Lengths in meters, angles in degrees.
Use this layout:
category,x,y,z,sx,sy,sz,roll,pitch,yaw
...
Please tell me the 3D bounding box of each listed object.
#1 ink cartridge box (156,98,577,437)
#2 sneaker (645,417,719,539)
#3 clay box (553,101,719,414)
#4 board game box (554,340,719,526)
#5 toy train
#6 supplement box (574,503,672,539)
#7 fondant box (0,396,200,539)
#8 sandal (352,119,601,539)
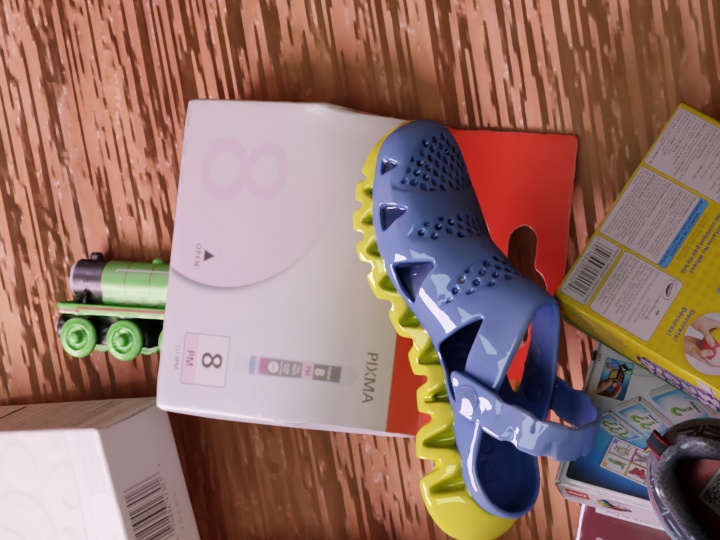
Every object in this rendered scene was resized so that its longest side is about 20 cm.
category,x,y,z,sx,sy,sz,roll,pitch,yaw
ink cartridge box,0.000,0.000,1.058,0.199,0.057,0.164,4,85,26
sneaker,0.201,0.135,0.903,0.199,0.095,0.080,32,91,19
clay box,0.203,0.020,0.966,0.199,0.048,0.115,32,81,19
board game box,0.205,0.071,0.993,0.199,0.035,0.127,15,74,18
toy train,-0.075,0.023,1.128,0.199,0.042,0.057,4,96,21
supplement box,0.158,0.190,1.066,0.108,0.061,0.201,14,108,18
fondant box,-0.180,0.150,1.172,0.199,0.058,0.145,-6,103,39
sandal,0.060,0.022,0.987,0.087,0.079,0.201,-20,87,42
